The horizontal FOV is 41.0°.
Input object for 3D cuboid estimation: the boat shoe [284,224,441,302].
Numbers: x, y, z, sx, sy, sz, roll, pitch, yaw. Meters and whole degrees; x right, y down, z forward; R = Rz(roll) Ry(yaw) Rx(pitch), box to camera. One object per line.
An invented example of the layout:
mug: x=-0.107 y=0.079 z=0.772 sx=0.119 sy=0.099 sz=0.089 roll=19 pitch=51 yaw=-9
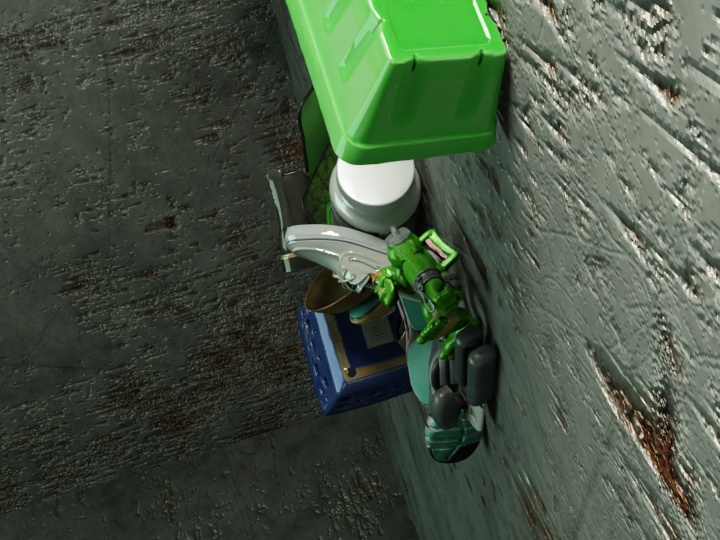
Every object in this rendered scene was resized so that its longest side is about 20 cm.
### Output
boat shoe: x=0.000 y=-0.006 z=1.185 sx=0.074 sy=0.198 sz=0.068 roll=96 pitch=-175 yaw=-73

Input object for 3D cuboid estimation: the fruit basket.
fruit basket: x=0.025 y=-0.168 z=0.762 sx=0.215 sy=0.154 sz=0.218 roll=171 pitch=90 yaw=-70

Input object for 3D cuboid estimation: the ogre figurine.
ogre figurine: x=0.077 y=0.024 z=1.057 sx=0.120 sy=0.098 sz=0.199 roll=58 pitch=-161 yaw=24

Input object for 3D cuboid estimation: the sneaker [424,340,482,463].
sneaker: x=0.119 y=0.156 z=1.234 sx=0.088 sy=0.073 sz=0.202 roll=-91 pitch=1 yaw=-52

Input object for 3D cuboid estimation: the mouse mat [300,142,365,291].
mouse mat: x=-0.022 y=-0.079 z=1.365 sx=0.162 sy=0.007 sz=0.201 roll=56 pitch=-154 yaw=-22

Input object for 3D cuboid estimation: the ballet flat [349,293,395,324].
ballet flat: x=0.038 y=0.032 z=1.478 sx=0.063 sy=0.068 sz=0.201 roll=60 pitch=-147 yaw=-26

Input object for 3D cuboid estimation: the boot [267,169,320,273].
boot: x=-0.059 y=-0.084 z=1.361 sx=0.200 sy=0.077 sz=0.140 roll=-27 pitch=-75 yaw=-68

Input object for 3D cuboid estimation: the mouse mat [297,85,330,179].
mouse mat: x=-0.044 y=-0.227 z=1.411 sx=0.162 sy=0.007 sz=0.201 roll=-59 pitch=-18 yaw=-27

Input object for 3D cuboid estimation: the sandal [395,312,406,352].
sandal: x=0.077 y=0.081 z=1.470 sx=0.080 sy=0.057 sz=0.203 roll=-117 pitch=12 yaw=-70

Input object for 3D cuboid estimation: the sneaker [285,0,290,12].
sneaker: x=-0.102 y=-0.468 z=1.651 sx=0.200 sy=0.080 sz=0.148 roll=-166 pitch=64 yaw=-79

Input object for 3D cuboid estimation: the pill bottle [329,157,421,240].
pill bottle: x=0.019 y=-0.090 z=1.220 sx=0.200 sy=0.115 sz=0.118 roll=89 pitch=164 yaw=-72

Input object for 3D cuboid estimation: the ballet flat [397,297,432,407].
ballet flat: x=0.093 y=0.091 z=1.332 sx=0.071 sy=0.068 sz=0.202 roll=33 pitch=-138 yaw=-68

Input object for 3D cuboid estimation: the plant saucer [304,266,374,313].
plant saucer: x=0.000 y=0.000 z=1.459 sx=0.035 sy=0.200 sz=0.200 roll=47 pitch=-176 yaw=-17

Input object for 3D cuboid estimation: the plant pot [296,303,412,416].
plant pot: x=0.010 y=0.116 z=1.627 sx=0.180 sy=0.198 sz=0.202 roll=115 pitch=139 yaw=-73

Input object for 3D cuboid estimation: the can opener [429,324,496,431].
can opener: x=0.114 y=0.134 z=1.085 sx=0.054 sy=0.066 sz=0.201 roll=57 pitch=168 yaw=29
